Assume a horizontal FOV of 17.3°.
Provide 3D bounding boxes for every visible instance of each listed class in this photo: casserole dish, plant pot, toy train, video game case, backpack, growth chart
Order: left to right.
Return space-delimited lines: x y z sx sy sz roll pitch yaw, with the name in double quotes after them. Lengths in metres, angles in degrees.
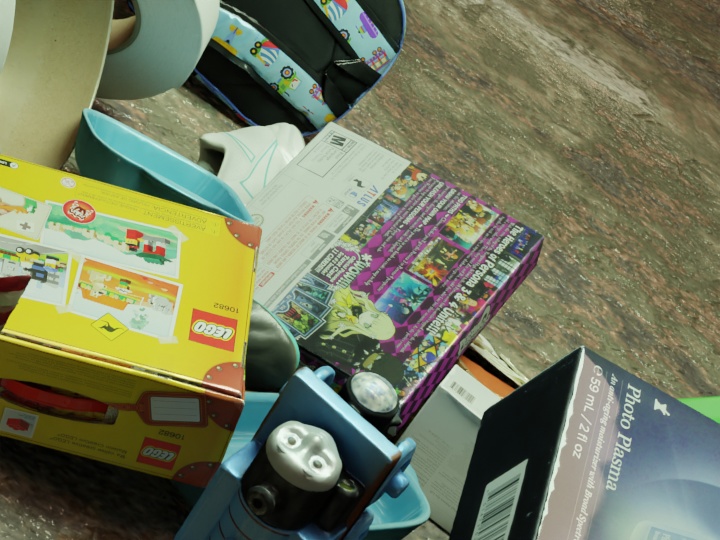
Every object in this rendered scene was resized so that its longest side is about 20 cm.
-0.257 -0.164 1.540 0.133 0.202 0.200 14 21 11 "plant pot"
-0.135 -0.055 1.555 0.121 0.039 0.200 29 7 -15 "casserole dish"
-0.048 0.136 1.227 0.087 0.200 0.114 40 34 10 "toy train"
-0.069 -0.216 1.888 0.200 0.183 0.135 44 3 -16 "backpack"
-0.043 0.127 1.424 0.199 0.039 0.121 6 35 -52 "casserole dish"
0.000 0.000 1.596 0.180 0.036 0.200 28 48 16 "video game case"
0.096 0.061 1.733 0.200 0.018 0.145 39 2 18 "growth chart"

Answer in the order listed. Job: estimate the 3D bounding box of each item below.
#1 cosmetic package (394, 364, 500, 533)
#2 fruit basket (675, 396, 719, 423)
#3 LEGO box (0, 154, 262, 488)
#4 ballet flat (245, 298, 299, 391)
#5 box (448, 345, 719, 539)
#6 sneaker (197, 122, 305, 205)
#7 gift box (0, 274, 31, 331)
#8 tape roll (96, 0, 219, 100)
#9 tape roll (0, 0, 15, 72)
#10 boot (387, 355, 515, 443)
0.114 0.157 1.549 0.200 0.083 0.051 38 21 3 "cosmetic package"
0.289 0.196 1.657 0.214 0.156 0.216 13 28 -7 "fruit basket"
-0.162 0.023 1.333 0.199 0.077 0.149 16 40 -10 "LEGO box"
-0.132 0.023 1.489 0.199 0.068 0.068 32 31 23 "ballet flat"
0.161 0.186 1.407 0.198 0.123 0.201 29 55 -17 "box"
-0.065 -0.032 1.693 0.080 0.071 0.201 0 38 -23 "sneaker"
-0.265 0.044 1.101 0.184 0.200 0.187 31 22 -22 "gift box"
-0.196 -0.202 1.661 0.202 0.203 0.037 32 52 -9 "tape roll"
-0.323 -0.164 1.401 0.203 0.203 0.139 46 25 23 "tape roll"
0.069 0.097 1.634 0.199 0.075 0.107 33 6 4 "boot"
